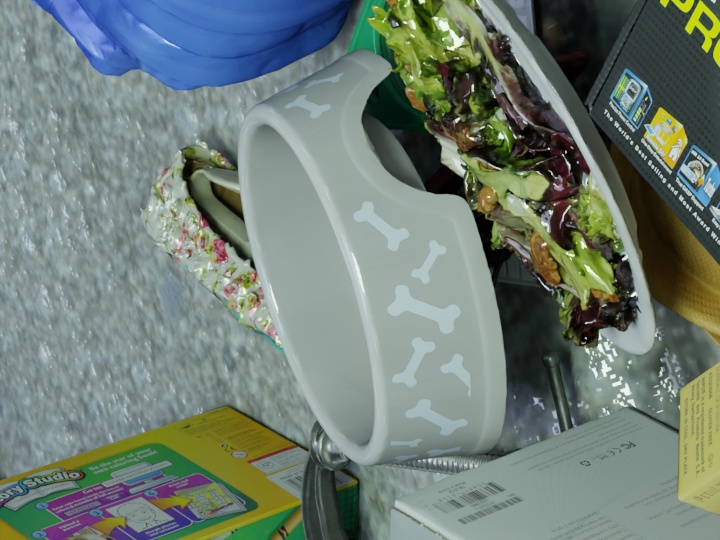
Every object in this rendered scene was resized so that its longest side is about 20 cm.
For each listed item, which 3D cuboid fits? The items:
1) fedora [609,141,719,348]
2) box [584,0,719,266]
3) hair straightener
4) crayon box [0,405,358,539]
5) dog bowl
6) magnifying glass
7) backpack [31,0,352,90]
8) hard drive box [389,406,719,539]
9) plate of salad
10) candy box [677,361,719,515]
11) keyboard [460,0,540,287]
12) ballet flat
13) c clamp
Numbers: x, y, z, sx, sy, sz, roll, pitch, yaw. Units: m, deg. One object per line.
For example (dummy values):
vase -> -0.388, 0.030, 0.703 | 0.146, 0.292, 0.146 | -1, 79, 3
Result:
fedora -> 0.163, -0.027, 0.978 | 0.201, 0.082, 0.201 | 24, 123, 44
box -> 0.175, -0.050, 0.795 | 0.200, 0.044, 0.160 | 53, 139, 28
hair straightener -> 0.061, -0.027, 1.116 | 0.200, 0.041, 0.077 | -40, 71, 54
crayon box -> -0.113, 0.144, 1.292 | 0.119, 0.200, 0.058 | 26, 123, 43
dog bowl -> 0.000, 0.000, 1.110 | 0.200, 0.059, 0.200 | 162, 90, -75
magnifying glass -> 0.004, -0.089, 1.193 | 0.200, 0.022, 0.080 | -34, 76, 53
backpack -> -0.088, -0.181, 1.173 | 0.200, 0.162, 0.168 | 40, 139, 18
hard drive box -> 0.133, 0.149, 1.028 | 0.200, 0.156, 0.077 | 28, 125, 43
plate of salad -> 0.058, -0.047, 0.983 | 0.200, 0.048, 0.200 | 58, 171, 14
candy box -> 0.224, 0.043, 0.902 | 0.200, 0.117, 0.057 | -43, 33, 50
keyboard -> 0.064, -0.090, 1.135 | 0.056, 0.011, 0.200 | 11, 113, 49
ballet flat -> -0.047, -0.007, 1.258 | 0.200, 0.076, 0.064 | 35, 121, 35
c clamp -> 0.043, 0.116, 1.214 | 0.200, 0.027, 0.171 | -2, 113, 39
